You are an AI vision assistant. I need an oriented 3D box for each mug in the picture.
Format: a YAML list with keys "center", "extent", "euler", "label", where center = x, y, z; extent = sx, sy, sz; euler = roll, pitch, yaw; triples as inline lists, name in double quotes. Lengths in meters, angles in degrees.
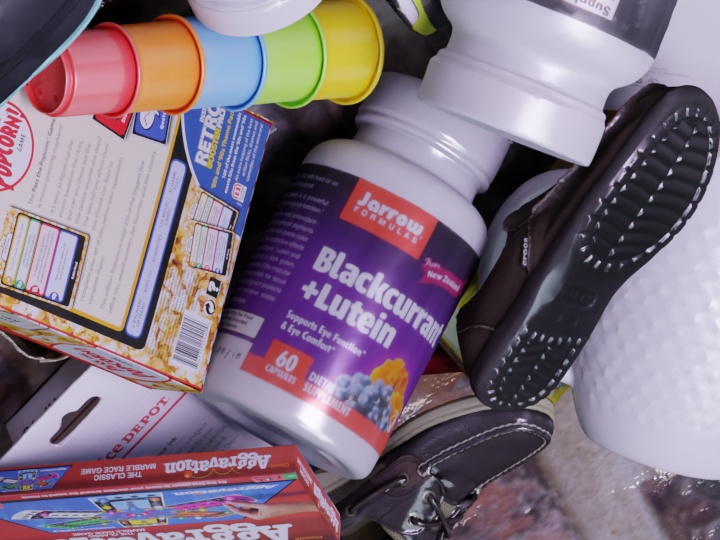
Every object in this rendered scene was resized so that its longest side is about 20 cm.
- center: [0.163, 0.012, 1.501]
  extent: [0.199, 0.148, 0.176]
  euler: [15, 99, -2]
  label: "mug"

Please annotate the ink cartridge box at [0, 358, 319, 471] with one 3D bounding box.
- center: [-0.115, 0.090, 1.546]
  extent: [0.116, 0.067, 0.200]
  euler: [-45, 135, 15]
  label: "ink cartridge box"

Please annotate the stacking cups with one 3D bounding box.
- center: [-0.078, -0.109, 1.360]
  extent: [0.199, 0.061, 0.061]
  euler: [-6, 133, -44]
  label: "stacking cups"

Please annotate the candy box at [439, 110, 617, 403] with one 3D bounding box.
- center: [0.128, -0.012, 1.560]
  extent: [0.200, 0.026, 0.102]
  euler: [-48, 126, -12]
  label: "candy box"

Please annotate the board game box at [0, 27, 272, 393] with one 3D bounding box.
- center: [-0.143, -0.039, 1.367]
  extent: [0.200, 0.046, 0.152]
  euler: [26, 73, -43]
  label: "board game box"

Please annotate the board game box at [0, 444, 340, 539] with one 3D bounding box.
- center: [-0.119, 0.129, 1.480]
  extent: [0.199, 0.020, 0.103]
  euler: [-5, 154, 12]
  label: "board game box"

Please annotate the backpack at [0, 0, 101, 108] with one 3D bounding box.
- center: [-0.221, -0.141, 1.216]
  extent: [0.200, 0.154, 0.176]
  euler: [-37, 130, 10]
  label: "backpack"

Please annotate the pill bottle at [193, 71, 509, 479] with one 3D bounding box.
- center: [0.000, 0.000, 1.456]
  extent: [0.111, 0.111, 0.201]
  euler: [38, 75, -45]
  label: "pill bottle"

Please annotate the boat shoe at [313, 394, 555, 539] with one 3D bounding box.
- center: [0.029, 0.130, 1.530]
  extent: [0.200, 0.065, 0.073]
  euler: [-30, 143, 29]
  label: "boat shoe"

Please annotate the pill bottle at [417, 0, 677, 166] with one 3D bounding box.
- center: [0.108, -0.161, 1.359]
  extent: [0.116, 0.116, 0.201]
  euler: [19, 93, -39]
  label: "pill bottle"

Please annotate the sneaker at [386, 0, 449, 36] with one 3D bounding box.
- center: [0.026, -0.201, 1.363]
  extent: [0.081, 0.074, 0.200]
  euler: [-26, 138, -10]
  label: "sneaker"

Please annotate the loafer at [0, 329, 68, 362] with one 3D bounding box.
- center: [-0.189, -0.025, 1.401]
  extent: [0.076, 0.068, 0.200]
  euler: [-34, 137, 2]
  label: "loafer"

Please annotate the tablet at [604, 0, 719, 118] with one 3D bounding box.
- center: [0.149, -0.134, 1.457]
  extent: [0.199, 0.014, 0.130]
  euler: [6, 134, 7]
  label: "tablet"

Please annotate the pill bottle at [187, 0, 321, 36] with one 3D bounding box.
- center: [-0.075, -0.206, 1.269]
  extent: [0.112, 0.113, 0.200]
  euler: [-27, 137, -4]
  label: "pill bottle"

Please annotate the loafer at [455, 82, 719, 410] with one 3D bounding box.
- center: [0.108, -0.023, 1.420]
  extent: [0.073, 0.071, 0.200]
  euler: [22, 110, -47]
  label: "loafer"

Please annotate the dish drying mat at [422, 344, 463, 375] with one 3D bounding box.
- center: [0.059, 0.048, 1.610]
  extent: [0.199, 0.077, 0.018]
  euler: [-3, 96, -27]
  label: "dish drying mat"
